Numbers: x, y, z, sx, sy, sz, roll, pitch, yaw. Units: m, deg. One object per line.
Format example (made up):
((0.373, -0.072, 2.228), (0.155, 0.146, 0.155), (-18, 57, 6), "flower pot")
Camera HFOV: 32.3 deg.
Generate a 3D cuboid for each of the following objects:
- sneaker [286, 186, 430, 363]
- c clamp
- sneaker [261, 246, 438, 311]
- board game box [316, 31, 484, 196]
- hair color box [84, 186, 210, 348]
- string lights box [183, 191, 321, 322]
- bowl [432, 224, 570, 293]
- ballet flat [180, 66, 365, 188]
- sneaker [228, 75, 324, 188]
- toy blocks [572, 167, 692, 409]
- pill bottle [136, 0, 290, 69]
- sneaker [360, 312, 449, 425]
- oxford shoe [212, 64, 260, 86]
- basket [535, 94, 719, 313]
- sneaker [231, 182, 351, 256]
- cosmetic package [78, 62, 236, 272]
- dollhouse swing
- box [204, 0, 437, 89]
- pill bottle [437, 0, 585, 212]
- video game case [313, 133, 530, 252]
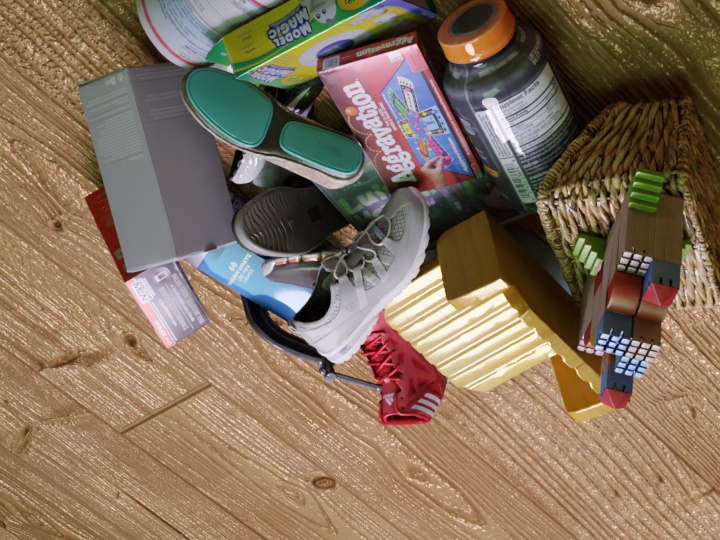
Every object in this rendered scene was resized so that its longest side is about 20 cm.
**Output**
((0.000, 0.000, 1.274), (0.081, 0.075, 0.201), (26, 98, -34), "sneaker")
((-0.074, 0.060, 1.478), (0.169, 0.201, 0.027), (19, 119, -34), "c clamp")
((-0.011, 0.018, 1.358), (0.197, 0.077, 0.083), (1, 96, 4), "sneaker")
((0.043, -0.146, 1.218), (0.102, 0.020, 0.200), (-12, 142, 20), "board game box")
((-0.250, -0.014, 1.447), (0.063, 0.200, 0.112), (-31, 129, -7), "hair color box")
((-0.110, -0.013, 1.449), (0.199, 0.103, 0.059), (31, 117, -12), "string lights box")
((0.139, 0.050, 1.422), (0.198, 0.106, 0.202), (11, 138, 10), "bowl")
((-0.091, -0.133, 1.237), (0.198, 0.069, 0.067), (29, 165, -6), "ballet flat")
((-0.075, -0.154, 1.324), (0.078, 0.075, 0.200), (18, 145, -15), "sneaker")
((0.238, 0.030, 1.110), (0.099, 0.138, 0.201), (13, 142, 1), "toy blocks")
((-0.114, -0.278, 1.168), (0.199, 0.110, 0.109), (-26, 122, 39), "pill bottle")
((0.035, 0.112, 1.521), (0.200, 0.116, 0.078), (41, 135, -22), "sneaker")
((-0.173, -0.168, 1.351), (0.075, 0.058, 0.200), (39, 134, -15), "oxford shoe")
((0.267, -0.065, 1.213), (0.147, 0.144, 0.201), (-8, 137, 26), "basket")
((-0.092, -0.046, 1.353), (0.105, 0.199, 0.076), (-18, 91, 36), "sneaker")
((-0.206, -0.109, 1.289), (0.089, 0.106, 0.203), (-9, 94, 38), "cosmetic package")
((0.131, 0.078, 1.264), (0.175, 0.183, 0.200), (-39, 115, 19), "dollhouse swing")
((-0.039, -0.223, 1.164), (0.198, 0.117, 0.049), (-21, 84, 24), "box")
((0.146, -0.161, 1.190), (0.105, 0.107, 0.201), (-10, 130, 31), "pill bottle")
((0.067, -0.092, 1.323), (0.198, 0.024, 0.182), (-21, 132, 27), "video game case")
